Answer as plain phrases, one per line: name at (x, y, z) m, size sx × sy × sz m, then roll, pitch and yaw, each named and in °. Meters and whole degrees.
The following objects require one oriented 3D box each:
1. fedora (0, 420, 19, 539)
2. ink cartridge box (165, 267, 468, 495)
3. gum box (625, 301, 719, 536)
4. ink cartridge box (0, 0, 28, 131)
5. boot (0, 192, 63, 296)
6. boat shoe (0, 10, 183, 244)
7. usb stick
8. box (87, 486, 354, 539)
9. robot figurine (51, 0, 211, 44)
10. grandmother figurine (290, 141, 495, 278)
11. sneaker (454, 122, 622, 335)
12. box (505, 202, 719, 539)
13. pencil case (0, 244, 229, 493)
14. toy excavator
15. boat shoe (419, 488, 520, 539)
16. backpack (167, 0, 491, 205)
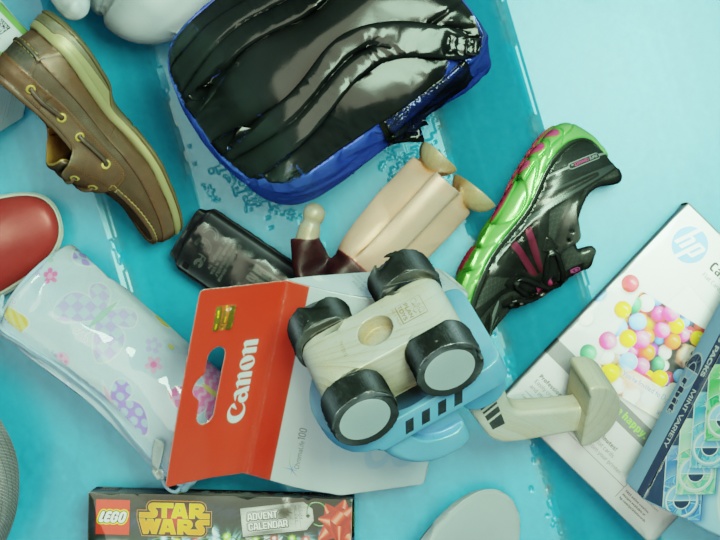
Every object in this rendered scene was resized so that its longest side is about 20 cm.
fedora at (-0.339, 0.141, 1.420) m, size 0.177 × 0.090 × 0.200 m, roll -45°, pitch 95°, yaw 3°
ink cartridge box at (-0.029, 0.083, 1.354) m, size 0.199 × 0.047 × 0.161 m, roll -5°, pitch 120°, yaw -33°
gum box at (0.317, 0.124, 1.388) m, size 0.199 × 0.045 × 0.171 m, roll 26°, pitch 95°, yaw -16°
ink cartridge box at (-0.325, -0.105, 1.364) m, size 0.059 × 0.104 × 0.200 m, roll 44°, pitch 59°, yaw 9°
boot at (-0.315, -0.002, 1.392) m, size 0.199 × 0.144 × 0.073 m, roll -22°, pitch 89°, yaw 1°
boat shoe at (-0.197, -0.091, 1.387) m, size 0.067 × 0.072 × 0.201 m, roll -40°, pitch 127°, yaw -13°
usb stick at (-0.049, 0.026, 1.438) m, size 0.199 × 0.033 × 0.056 m, roll 34°, pitch 98°, yaw 1°
box at (-0.104, 0.233, 1.437) m, size 0.198 × 0.040 × 0.138 m, roll 1°, pitch 89°, yaw 2°
robot figurine at (-0.170, -0.247, 1.400) m, size 0.169 × 0.113 × 0.200 m, roll -41°, pitch 89°, yaw -28°
grandmother figurine at (0.000, 0.000, 1.391) m, size 0.121 × 0.061 × 0.200 m, roll 40°, pitch 87°, yaw -6°
sneaker at (0.124, -0.009, 1.411) m, size 0.083 × 0.077 × 0.201 m, roll 31°, pitch 95°, yaw -1°
box at (0.226, 0.076, 1.425) m, size 0.156 × 0.041 × 0.200 m, roll 44°, pitch 91°, yaw 0°
pencil case at (-0.174, 0.073, 1.417) m, size 0.200 × 0.083 × 0.091 m, roll 43°, pitch 70°, yaw 2°
toy excavator at (0.069, 0.080, 1.328) m, size 0.194 × 0.200 × 0.100 m, roll -29°, pitch 46°, yaw -1°
boat shoe at (0.044, 0.245, 1.416) m, size 0.072 × 0.066 × 0.201 m, roll 39°, pitch 69°, yaw -20°
backpack at (-0.023, -0.139, 1.365) m, size 0.200 × 0.168 × 0.163 m, roll -37°, pitch 77°, yaw -1°
